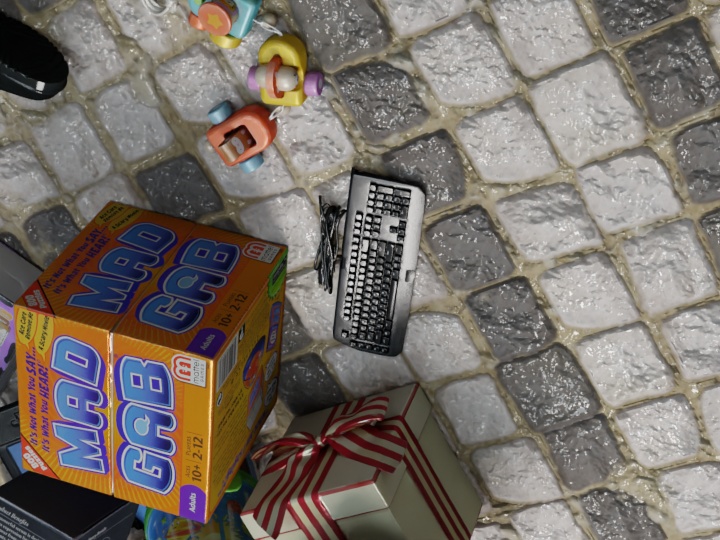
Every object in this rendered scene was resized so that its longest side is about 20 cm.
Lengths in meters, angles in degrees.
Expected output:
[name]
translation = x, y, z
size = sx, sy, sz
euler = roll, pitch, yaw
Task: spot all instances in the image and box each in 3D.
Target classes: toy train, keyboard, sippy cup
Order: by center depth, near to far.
[toy train]
translation = -0.122, -0.181, 1.301
size = 0.149, 0.056, 0.201
euler = -18, 114, 28
[keyboard]
translation = 0.000, 0.000, 1.380
size = 0.103, 0.040, 0.201
euler = 14, 124, 11
[sippy cup]
translation = -0.150, 0.291, 1.473
size = 0.139, 0.131, 0.178
euler = -29, 120, 2

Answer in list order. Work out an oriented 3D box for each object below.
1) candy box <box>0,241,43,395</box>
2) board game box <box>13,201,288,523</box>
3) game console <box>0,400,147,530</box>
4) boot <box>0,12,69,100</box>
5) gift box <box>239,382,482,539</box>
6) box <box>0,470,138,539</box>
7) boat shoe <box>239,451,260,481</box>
[candy box]
translation = -0.442, 0.050, 1.557
size = 0.167, 0.072, 0.200
euler = 34, 126, -3
[board game box]
translation = -0.201, 0.086, 1.409
size = 0.198, 0.200, 0.201
euler = 14, 124, 12
[game console]
translation = -0.312, 0.238, 1.591
size = 0.169, 0.119, 0.201
euler = -21, 113, 7
[boot]
translation = -0.383, -0.174, 1.393
size = 0.197, 0.073, 0.163
euler = 31, 124, 9
[gift box]
translation = 0.003, 0.235, 1.434
size = 0.183, 0.200, 0.188
euler = -21, 111, 24
[box]
translation = -0.332, 0.314, 1.498
size = 0.106, 0.148, 0.201
euler = 26, 107, 14
[boat shoe]
translation = -0.149, 0.238, 1.565
size = 0.072, 0.073, 0.201
euler = -21, 112, 30
